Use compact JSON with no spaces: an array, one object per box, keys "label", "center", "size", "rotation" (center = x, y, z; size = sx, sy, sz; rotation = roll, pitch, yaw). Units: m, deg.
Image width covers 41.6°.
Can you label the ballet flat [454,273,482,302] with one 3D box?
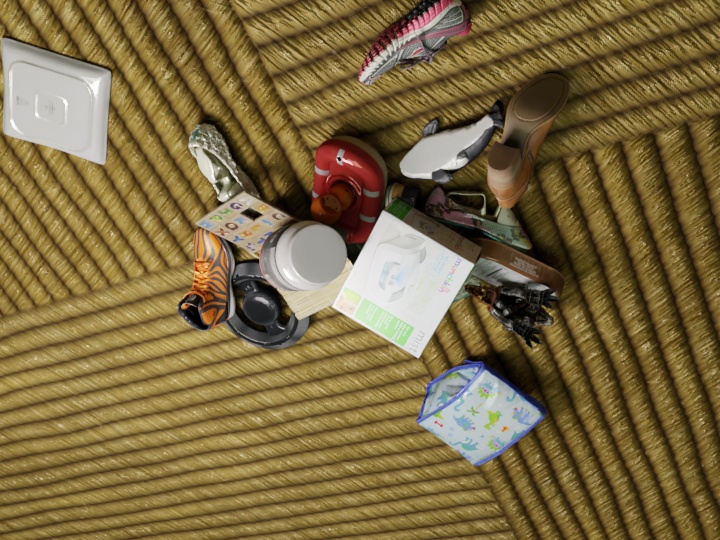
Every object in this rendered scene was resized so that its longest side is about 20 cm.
[{"label":"ballet flat","center":[0.126,0.047,1.715],"size":[0.199,0.072,0.072],"rotation":[-34,119,-2]}]

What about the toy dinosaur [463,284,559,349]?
[{"label":"toy dinosaur","center":[0.261,0.068,1.643],"size":[0.199,0.136,0.103],"rotation":[-3,104,-27]}]

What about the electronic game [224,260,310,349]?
[{"label":"electronic game","center":[-0.192,0.069,1.857],"size":[0.199,0.042,0.201],"rotation":[8,122,13]}]

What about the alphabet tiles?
[{"label":"alphabet tiles","center":[-0.173,-0.071,1.708],"size":[0.199,0.008,0.167],"rotation":[28,147,-31]}]

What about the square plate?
[{"label":"square plate","center":[-0.539,-0.289,1.665],"size":[0.197,0.029,0.201],"rotation":[17,130,0]}]

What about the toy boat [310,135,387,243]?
[{"label":"toy boat","center":[-0.036,-0.123,1.594],"size":[0.130,0.131,0.201],"rotation":[24,132,19]}]

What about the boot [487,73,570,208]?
[{"label":"boot","center":[0.263,-0.201,1.499],"size":[0.074,0.200,0.155],"rotation":[35,172,23]}]

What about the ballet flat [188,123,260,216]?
[{"label":"ballet flat","center":[-0.243,-0.162,1.660],"size":[0.071,0.072,0.201],"rotation":[-16,123,25]}]

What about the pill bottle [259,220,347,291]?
[{"label":"pill bottle","center":[-0.095,-0.023,1.581],"size":[0.114,0.114,0.200],"rotation":[34,168,-14]}]

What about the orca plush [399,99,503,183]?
[{"label":"orca plush","center":[0.160,-0.206,1.555],"size":[0.200,0.071,0.106],"rotation":[-42,65,25]}]

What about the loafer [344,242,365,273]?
[{"label":"loafer","center":[0.000,0.000,1.737],"size":[0.200,0.070,0.070],"rotation":[52,162,-9]}]

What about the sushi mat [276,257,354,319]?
[{"label":"sushi mat","center":[-0.077,0.024,1.733],"size":[0.199,0.012,0.096],"rotation":[-26,107,41]}]

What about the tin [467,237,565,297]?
[{"label":"tin","center":[0.263,0.002,1.657],"size":[0.199,0.042,0.112],"rotation":[25,156,-13]}]

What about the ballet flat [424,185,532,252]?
[{"label":"ballet flat","center":[0.209,-0.094,1.621],"size":[0.199,0.069,0.072],"rotation":[20,104,-2]}]

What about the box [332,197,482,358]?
[{"label":"box","center":[0.079,0.012,1.598],"size":[0.176,0.097,0.201],"rotation":[31,114,4]}]

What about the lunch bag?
[{"label":"lunch bag","center":[0.238,0.266,1.855],"size":[0.170,0.128,0.200],"rotation":[36,137,-15]}]

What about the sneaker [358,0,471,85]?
[{"label":"sneaker","center":[0.077,-0.340,1.440],"size":[0.199,0.081,0.075],"rotation":[-31,117,32]}]

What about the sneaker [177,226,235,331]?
[{"label":"sneaker","center":[-0.292,0.022,1.775],"size":[0.077,0.112,0.201],"rotation":[2,112,29]}]

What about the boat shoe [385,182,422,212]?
[{"label":"boat shoe","center":[0.092,-0.061,1.664],"size":[0.062,0.075,0.201],"rotation":[0,123,21]}]
